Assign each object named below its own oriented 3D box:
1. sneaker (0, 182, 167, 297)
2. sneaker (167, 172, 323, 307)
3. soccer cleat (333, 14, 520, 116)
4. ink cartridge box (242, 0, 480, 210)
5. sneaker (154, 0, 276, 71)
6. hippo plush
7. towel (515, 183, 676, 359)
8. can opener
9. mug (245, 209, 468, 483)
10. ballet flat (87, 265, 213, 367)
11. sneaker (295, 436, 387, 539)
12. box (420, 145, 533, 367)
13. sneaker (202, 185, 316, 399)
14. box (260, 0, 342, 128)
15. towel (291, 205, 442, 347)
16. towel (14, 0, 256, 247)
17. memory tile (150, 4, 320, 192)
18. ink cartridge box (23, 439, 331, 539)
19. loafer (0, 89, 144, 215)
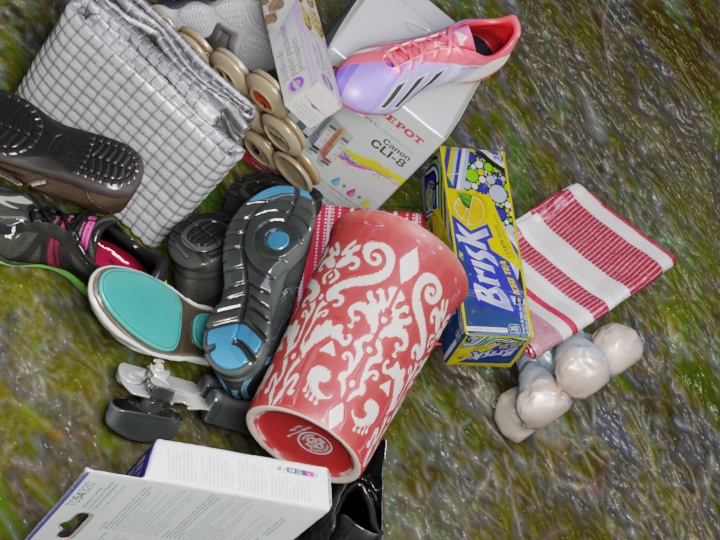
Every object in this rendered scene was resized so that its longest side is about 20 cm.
[{"bbox_3d":[-0.254,-0.031,1.334,0.199,0.084,0.077,25,51,-19],"label":"sneaker"},{"bbox_3d":[-0.109,-0.025,1.428,0.076,0.092,0.199,29,41,27],"label":"sneaker"},{"bbox_3d":[0.060,-0.192,1.383,0.199,0.076,0.067,-18,75,-37],"label":"soccer cleat"},{"bbox_3d":[0.005,-0.164,1.511,0.145,0.200,0.145,37,48,-8],"label":"ink cartridge box"},{"bbox_3d":[-0.115,-0.255,1.516,0.114,0.198,0.076,-54,141,-48],"label":"sneaker"},{"bbox_3d":[0.186,0.053,1.527,0.199,0.159,0.162,-28,81,-41],"label":"hippo plush"},{"bbox_3d":[0.193,-0.005,1.499,0.199,0.023,0.144,-30,54,-27],"label":"towel"},{"bbox_3d":[-0.131,0.124,1.349,0.198,0.067,0.053,15,20,-29],"label":"can opener"},{"bbox_3d":[-0.006,0.080,1.313,0.132,0.178,0.201,21,58,12],"label":"mug"},{"bbox_3d":[-0.168,0.052,1.338,0.199,0.069,0.070,21,51,-40],"label":"ballet flat"},{"bbox_3d":[-0.024,0.241,1.307,0.060,0.104,0.201,25,52,-19],"label":"sneaker"},{"bbox_3d":[0.106,-0.013,1.424,0.069,0.064,0.202,3,59,-16],"label":"box"},{"bbox_3d":[-0.089,0.017,1.337,0.072,0.082,0.201,13,60,11],"label":"sneaker"},{"bbox_3d":[-0.058,-0.213,1.370,0.041,0.038,0.201,39,27,-43],"label":"box"},{"bbox_3d":[0.000,0.000,1.463,0.198,0.023,0.146,5,58,3],"label":"towel"},{"bbox_3d":[-0.202,-0.144,1.386,0.200,0.166,0.086,41,42,-6],"label":"towel"},{"bbox_3d":[-0.122,-0.158,1.423,0.199,0.154,0.017,33,69,32],"label":"memory tile"},{"bbox_3d":[-0.153,0.192,1.189,0.198,0.196,0.044,15,53,-26],"label":"ink cartridge box"},{"bbox_3d":[-0.289,-0.095,1.356,0.198,0.071,0.073,24,52,7],"label":"loafer"}]
